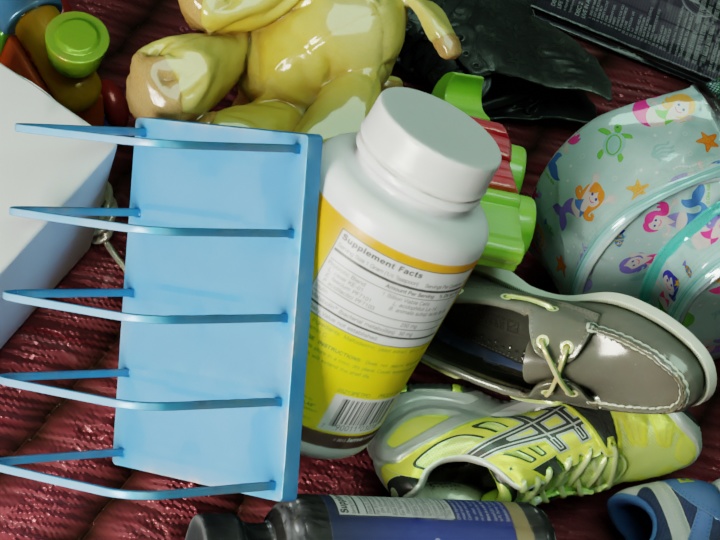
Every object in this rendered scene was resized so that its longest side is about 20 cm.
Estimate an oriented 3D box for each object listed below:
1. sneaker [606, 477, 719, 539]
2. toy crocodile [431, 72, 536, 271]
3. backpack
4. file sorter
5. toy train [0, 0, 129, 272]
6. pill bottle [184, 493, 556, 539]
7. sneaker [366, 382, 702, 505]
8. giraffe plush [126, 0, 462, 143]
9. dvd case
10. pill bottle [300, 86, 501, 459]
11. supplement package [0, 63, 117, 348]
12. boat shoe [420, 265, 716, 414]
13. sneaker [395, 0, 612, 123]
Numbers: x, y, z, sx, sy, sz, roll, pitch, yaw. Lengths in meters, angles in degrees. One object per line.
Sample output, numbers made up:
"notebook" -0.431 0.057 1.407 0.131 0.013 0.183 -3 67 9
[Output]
"sneaker" 0.185 0.208 1.659 0.082 0.074 0.201 8 50 -12
"toy crocodile" 0.069 -0.057 1.719 0.067 0.062 0.200 13 24 -8
"backpack" 0.205 -0.032 1.743 0.199 0.178 0.151 -13 59 -18
"file sorter" -0.116 0.019 1.565 0.122 0.138 0.201 0 96 -48
"toy train" -0.172 -0.107 1.714 0.084 0.116 0.200 -22 68 -25
"pill bottle" 0.004 0.181 1.597 0.199 0.112 0.112 3 60 -14
"sneaker" 0.103 0.114 1.682 0.199 0.076 0.077 -3 44 -5
"giraffe plush" -0.042 -0.119 1.743 0.172 0.162 0.200 43 77 2
"dvd case" 0.200 -0.202 1.935 0.199 0.016 0.149 22 58 -3
"pill bottle" 0.000 0.000 1.613 0.109 0.201 0.109 24 25 -12
"supplement package" -0.248 -0.011 1.633 0.121 0.120 0.200 34 57 8
"boat shoe" 0.107 0.046 1.648 0.201 0.072 0.060 18 34 33
"sneaker" 0.056 -0.141 1.832 0.199 0.060 0.105 0 56 -20
